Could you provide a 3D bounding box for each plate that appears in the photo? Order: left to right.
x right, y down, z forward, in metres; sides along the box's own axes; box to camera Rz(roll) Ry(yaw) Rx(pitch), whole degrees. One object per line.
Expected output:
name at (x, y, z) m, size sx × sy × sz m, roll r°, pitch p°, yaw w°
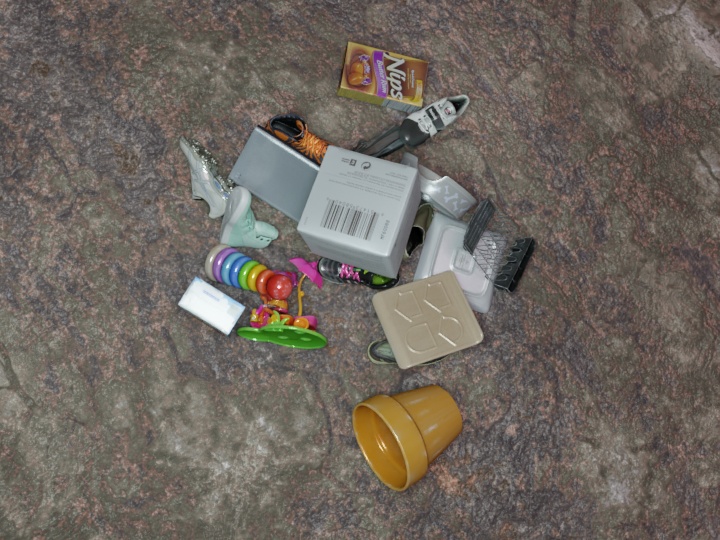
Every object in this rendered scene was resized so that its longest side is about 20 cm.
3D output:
plate at (0.239, -0.020, 1.629) m, size 0.199 × 0.032 × 0.200 m, roll 18°, pitch 80°, yaw -10°

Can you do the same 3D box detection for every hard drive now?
hard drive at (-0.175, -0.209, 1.533) m, size 0.200 × 0.033 × 0.140 m, roll 32°, pitch 114°, yaw -6°

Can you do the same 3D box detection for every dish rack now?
dish rack at (0.315, -0.061, 1.589) m, size 0.200 × 0.054 × 0.154 m, roll 47°, pitch 62°, yaw -35°

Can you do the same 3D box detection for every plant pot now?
plant pot at (0.112, 0.340, 1.492) m, size 0.183 × 0.200 × 0.201 m, roll -23°, pitch 88°, yaw -28°

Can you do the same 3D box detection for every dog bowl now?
dog bowl at (0.163, -0.185, 1.555) m, size 0.200 × 0.200 × 0.059 m, roll 34°, pitch 93°, yaw -6°

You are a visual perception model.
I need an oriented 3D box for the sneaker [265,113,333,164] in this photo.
sneaker at (-0.120, -0.283, 1.545) m, size 0.200 × 0.112 × 0.078 m, roll 22°, pitch 80°, yaw -9°

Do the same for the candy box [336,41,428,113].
candy box at (0.053, -0.453, 1.629) m, size 0.199 × 0.056 × 0.117 m, roll 11°, pitch 81°, yaw -11°

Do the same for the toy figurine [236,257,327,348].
toy figurine at (-0.158, 0.060, 1.512) m, size 0.199 × 0.150 × 0.185 m, roll 2°, pitch 68°, yaw 13°

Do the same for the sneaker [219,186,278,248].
sneaker at (-0.226, -0.111, 1.470) m, size 0.118 × 0.200 × 0.074 m, roll 6°, pitch 63°, yaw -18°

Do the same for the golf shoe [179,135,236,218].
golf shoe at (-0.349, -0.203, 1.512) m, size 0.097 × 0.078 × 0.200 m, roll -41°, pitch 76°, yaw 15°

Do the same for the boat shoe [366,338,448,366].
boat shoe at (0.117, 0.182, 1.564) m, size 0.200 × 0.066 × 0.072 m, roll -1°, pitch 84°, yaw -11°

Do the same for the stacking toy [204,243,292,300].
stacking toy at (-0.230, 0.011, 1.456) m, size 0.200 × 0.085 × 0.086 m, roll 20°, pitch 78°, yaw 28°

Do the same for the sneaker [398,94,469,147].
sneaker at (0.173, -0.358, 1.603) m, size 0.200 × 0.088 × 0.074 m, roll -38°, pitch 95°, yaw -26°

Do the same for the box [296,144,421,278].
box at (0.005, -0.118, 1.435) m, size 0.198 × 0.171 × 0.200 m, roll 17°, pitch 76°, yaw 12°

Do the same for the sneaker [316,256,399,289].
sneaker at (0.000, 0.000, 1.548) m, size 0.199 × 0.087 × 0.074 m, roll 12°, pitch 85°, yaw -10°

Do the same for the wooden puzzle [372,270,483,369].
wooden puzzle at (0.147, 0.111, 1.543) m, size 0.199 × 0.046 × 0.186 m, roll -18°, pitch 66°, yaw -10°

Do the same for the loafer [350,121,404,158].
loafer at (0.020, -0.281, 1.591) m, size 0.200 × 0.072 × 0.063 m, roll -30°, pitch 89°, yaw -27°

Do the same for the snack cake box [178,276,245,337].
snack cake box at (-0.303, 0.079, 1.422) m, size 0.115 × 0.200 × 0.067 m, roll 32°, pitch 78°, yaw -6°

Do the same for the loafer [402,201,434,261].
loafer at (0.123, -0.083, 1.564) m, size 0.200 × 0.070 × 0.075 m, roll -55°, pitch 128°, yaw -34°
